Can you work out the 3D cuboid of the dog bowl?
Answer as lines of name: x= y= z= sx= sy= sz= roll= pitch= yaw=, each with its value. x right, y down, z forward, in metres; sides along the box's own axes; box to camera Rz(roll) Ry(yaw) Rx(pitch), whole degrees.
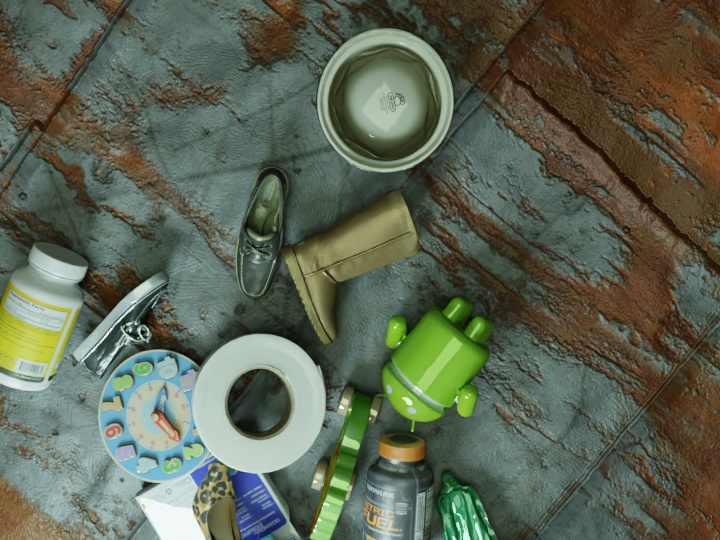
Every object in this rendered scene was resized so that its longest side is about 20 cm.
dog bowl: x=0.036 y=-0.243 z=1.348 sx=0.196 sy=0.074 sz=0.204 roll=0 pitch=97 yaw=2

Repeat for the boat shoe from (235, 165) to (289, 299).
boat shoe: x=-0.149 y=-0.054 z=1.384 sx=0.071 sy=0.066 sz=0.204 roll=12 pitch=98 yaw=0

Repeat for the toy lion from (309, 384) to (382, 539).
toy lion: x=-0.028 y=0.287 z=1.362 sx=0.068 sy=0.192 sz=0.203 roll=19 pitch=98 yaw=-1

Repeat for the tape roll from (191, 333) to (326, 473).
tape roll: x=-0.151 y=0.194 z=1.387 sx=0.199 sy=0.071 sz=0.206 roll=1 pitch=86 yaw=-12

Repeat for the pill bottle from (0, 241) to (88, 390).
pill bottle: x=-0.482 y=0.066 z=1.390 sx=0.111 sy=0.112 sz=0.202 roll=24 pitch=97 yaw=-1

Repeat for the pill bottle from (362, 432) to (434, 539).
pill bottle: x=0.058 y=0.353 z=1.412 sx=0.104 sy=0.106 sz=0.204 roll=3 pitch=97 yaw=2

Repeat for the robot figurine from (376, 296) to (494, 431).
robot figurine: x=0.111 y=0.136 z=1.375 sx=0.175 sy=0.115 sz=0.201 roll=42 pitch=99 yaw=19

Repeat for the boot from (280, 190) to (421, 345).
boot: x=0.000 y=0.000 z=1.387 sx=0.197 sy=0.066 sz=0.177 roll=-23 pitch=111 yaw=-2

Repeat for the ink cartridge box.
ink cartridge box: x=-0.219 y=0.386 z=1.460 sx=0.196 sy=0.047 sz=0.202 roll=-30 pitch=97 yaw=4

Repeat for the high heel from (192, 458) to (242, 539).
high heel: x=-0.186 y=0.391 z=1.368 sx=0.071 sy=0.142 sz=0.203 roll=-7 pitch=112 yaw=-41

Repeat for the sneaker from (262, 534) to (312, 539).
sneaker: x=-0.074 y=0.458 z=1.424 sx=0.198 sy=0.078 sz=0.081 roll=22 pitch=102 yaw=-23

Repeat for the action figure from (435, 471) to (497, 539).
action figure: x=0.166 y=0.408 z=1.441 sx=0.116 sy=0.055 sz=0.203 roll=-19 pitch=90 yaw=6

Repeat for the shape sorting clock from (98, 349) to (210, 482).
shape sorting clock: x=-0.310 y=0.223 z=1.428 sx=0.196 sy=0.039 sz=0.204 roll=0 pitch=86 yaw=6

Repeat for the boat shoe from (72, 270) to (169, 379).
boat shoe: x=-0.348 y=0.085 z=1.406 sx=0.199 sy=0.074 sz=0.068 roll=-44 pitch=90 yaw=7
